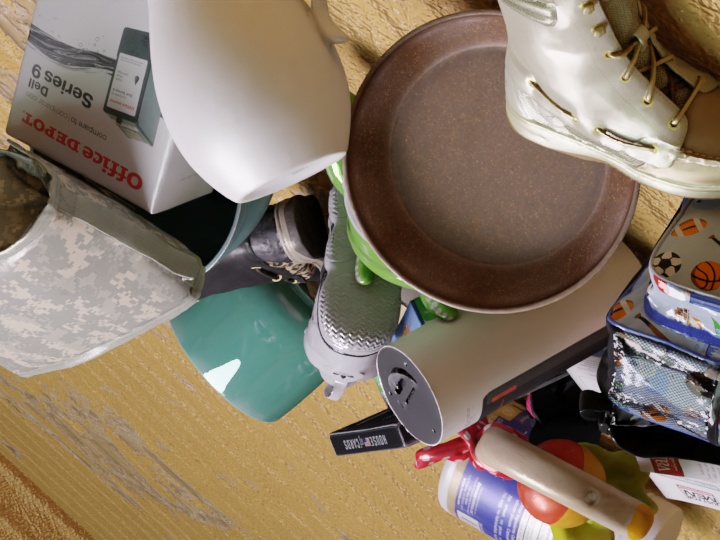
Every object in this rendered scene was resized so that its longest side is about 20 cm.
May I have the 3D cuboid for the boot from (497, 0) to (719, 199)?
[{"bbox_3d":[0.168,-0.126,1.289,0.199,0.072,0.155,18,147,26],"label":"boot"}]

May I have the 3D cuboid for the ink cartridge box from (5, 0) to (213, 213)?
[{"bbox_3d":[-0.158,-0.162,1.564,0.146,0.084,0.201,28,117,21],"label":"ink cartridge box"}]

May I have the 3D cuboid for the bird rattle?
[{"bbox_3d":[0.137,0.144,1.593,0.200,0.113,0.163,38,172,-15],"label":"bird rattle"}]

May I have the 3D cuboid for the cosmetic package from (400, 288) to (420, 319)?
[{"bbox_3d":[0.029,0.021,1.839,0.105,0.071,0.200,40,161,10],"label":"cosmetic package"}]

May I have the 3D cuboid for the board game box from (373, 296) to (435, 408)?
[{"bbox_3d":[0.088,0.044,1.716,0.200,0.135,0.035,112,135,-70],"label":"board game box"}]

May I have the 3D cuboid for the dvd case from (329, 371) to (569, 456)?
[{"bbox_3d":[0.088,0.101,1.769,0.150,0.199,0.025,-19,92,67],"label":"dvd case"}]

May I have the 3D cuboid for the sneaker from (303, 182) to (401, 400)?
[{"bbox_3d":[0.000,0.000,1.649,0.075,0.201,0.115,14,145,-3],"label":"sneaker"}]

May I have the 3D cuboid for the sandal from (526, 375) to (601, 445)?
[{"bbox_3d":[0.167,0.111,1.761,0.200,0.075,0.045,-60,-45,-76],"label":"sandal"}]

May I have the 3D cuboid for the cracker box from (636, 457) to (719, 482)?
[{"bbox_3d":[0.287,0.101,1.537,0.199,0.058,0.134,6,148,23],"label":"cracker box"}]

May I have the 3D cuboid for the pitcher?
[{"bbox_3d":[-0.064,-0.161,1.409,0.201,0.171,0.121,66,-157,3],"label":"pitcher"}]

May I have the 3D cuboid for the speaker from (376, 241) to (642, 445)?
[{"bbox_3d":[0.111,0.047,1.562,0.081,0.200,0.081,44,150,35],"label":"speaker"}]

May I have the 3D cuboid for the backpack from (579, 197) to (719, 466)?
[{"bbox_3d":[0.263,0.031,1.345,0.190,0.200,0.154,26,145,17],"label":"backpack"}]

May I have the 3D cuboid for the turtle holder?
[{"bbox_3d":[0.051,-0.070,1.549,0.186,0.140,0.132,-120,16,-49],"label":"turtle holder"}]

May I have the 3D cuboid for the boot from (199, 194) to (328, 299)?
[{"bbox_3d":[-0.102,-0.011,1.834,0.200,0.150,0.074,17,-123,-84],"label":"boot"}]

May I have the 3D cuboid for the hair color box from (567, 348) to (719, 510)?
[{"bbox_3d":[0.245,0.108,1.704,0.099,0.061,0.200,11,148,50],"label":"hair color box"}]

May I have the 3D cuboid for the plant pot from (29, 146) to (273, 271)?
[{"bbox_3d":[-0.140,-0.100,1.706,0.200,0.134,0.201,11,112,29],"label":"plant pot"}]

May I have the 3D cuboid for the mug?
[{"bbox_3d":[-0.093,0.032,1.987,0.185,0.114,0.152,52,-163,8],"label":"mug"}]

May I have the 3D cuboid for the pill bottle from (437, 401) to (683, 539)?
[{"bbox_3d":[0.181,0.207,1.948,0.199,0.120,0.120,27,159,22],"label":"pill bottle"}]

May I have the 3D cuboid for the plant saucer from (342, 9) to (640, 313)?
[{"bbox_3d":[0.088,-0.073,1.432,0.200,0.201,0.037,34,-162,6],"label":"plant saucer"}]

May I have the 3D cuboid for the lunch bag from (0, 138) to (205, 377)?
[{"bbox_3d":[-0.232,-0.013,1.600,0.199,0.118,0.164,-14,147,36],"label":"lunch bag"}]
